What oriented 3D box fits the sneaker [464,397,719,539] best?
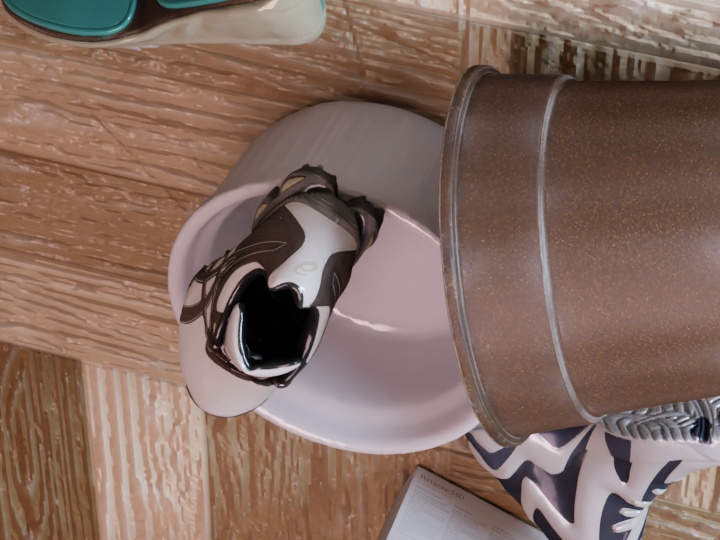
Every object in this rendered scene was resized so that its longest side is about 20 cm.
[{"bbox_3d":[0.166,0.121,1.523,0.199,0.080,0.130,-7,128,30],"label":"sneaker"}]

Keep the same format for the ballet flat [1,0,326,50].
[{"bbox_3d":[-0.104,-0.145,1.413,0.200,0.070,0.070,3,132,32],"label":"ballet flat"}]

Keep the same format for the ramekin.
[{"bbox_3d":[0.000,0.000,1.474,0.200,0.098,0.201,13,133,14],"label":"ramekin"}]

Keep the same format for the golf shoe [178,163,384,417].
[{"bbox_3d":[-0.061,0.030,1.394,0.078,0.095,0.200,27,137,-2],"label":"golf shoe"}]

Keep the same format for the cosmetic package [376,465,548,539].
[{"bbox_3d":[0.103,0.209,1.631,0.200,0.083,0.051,29,138,-2],"label":"cosmetic package"}]

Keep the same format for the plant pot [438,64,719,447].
[{"bbox_3d":[0.162,-0.014,1.331,0.198,0.201,0.201,-4,129,18],"label":"plant pot"}]
